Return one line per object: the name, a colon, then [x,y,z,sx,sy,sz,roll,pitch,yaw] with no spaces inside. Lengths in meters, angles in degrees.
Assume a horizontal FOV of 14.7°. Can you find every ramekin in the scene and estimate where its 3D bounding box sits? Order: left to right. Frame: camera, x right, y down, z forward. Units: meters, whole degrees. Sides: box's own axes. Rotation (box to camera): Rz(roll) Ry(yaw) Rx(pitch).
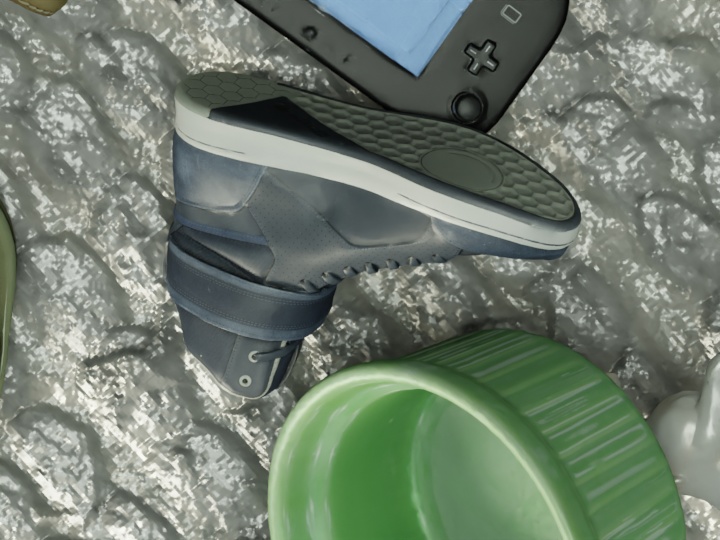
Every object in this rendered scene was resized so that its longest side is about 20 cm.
ramekin: [0.060,0.125,1.335,0.199,0.097,0.201,19,119,37]

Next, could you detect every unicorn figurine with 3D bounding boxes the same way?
unicorn figurine: [0.181,0.083,1.355,0.200,0.074,0.137,42,105,2]

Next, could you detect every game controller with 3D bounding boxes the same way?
game controller: [0.001,-0.149,1.324,0.199,0.042,0.105,35,104,-11]

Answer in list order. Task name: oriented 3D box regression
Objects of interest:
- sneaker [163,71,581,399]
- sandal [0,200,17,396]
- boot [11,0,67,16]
sneaker: [0.000,-0.001,1.329,0.201,0.077,0.147,16,116,15]
sandal: [-0.208,0.037,1.369,0.079,0.057,0.202,-1,107,-1]
boot: [-0.244,-0.125,1.312,0.199,0.072,0.155,25,105,-3]
